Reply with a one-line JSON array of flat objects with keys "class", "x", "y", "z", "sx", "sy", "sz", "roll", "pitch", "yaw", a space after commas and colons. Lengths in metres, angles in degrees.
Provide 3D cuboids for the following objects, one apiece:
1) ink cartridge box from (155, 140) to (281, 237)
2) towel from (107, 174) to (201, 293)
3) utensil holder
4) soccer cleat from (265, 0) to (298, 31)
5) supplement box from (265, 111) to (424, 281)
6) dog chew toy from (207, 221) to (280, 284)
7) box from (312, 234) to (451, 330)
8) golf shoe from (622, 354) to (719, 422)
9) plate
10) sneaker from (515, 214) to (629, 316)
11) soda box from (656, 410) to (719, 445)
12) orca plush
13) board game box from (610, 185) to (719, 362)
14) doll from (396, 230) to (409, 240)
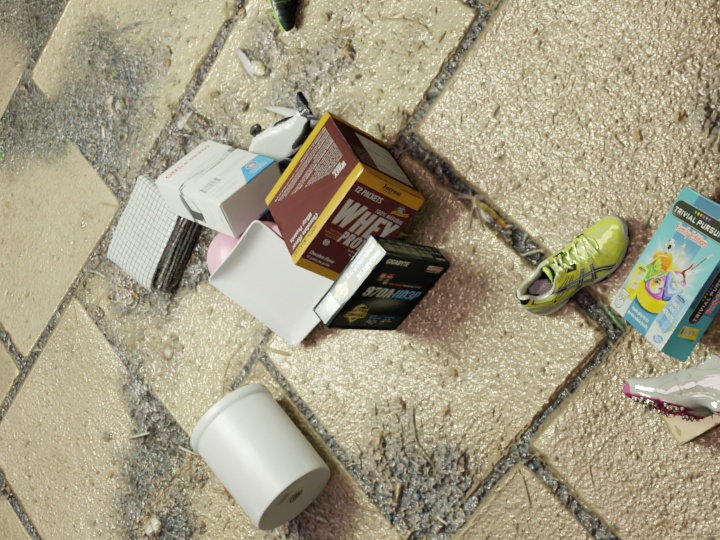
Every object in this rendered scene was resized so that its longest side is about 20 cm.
[{"class": "ink cartridge box", "x": -0.259, "y": -0.155, "z": 1.693, "sx": 0.200, "sy": 0.084, "sz": 0.145, "roll": 21, "pitch": 54, "yaw": 40}, {"class": "towel", "x": -0.416, "y": -0.075, "z": 1.851, "sx": 0.166, "sy": 0.086, "sz": 0.200, "roll": 35, "pitch": 107, "yaw": 33}, {"class": "utensil holder", "x": -0.173, "y": 0.329, "z": 1.602, "sx": 0.200, "sy": 0.170, "sz": 0.170, "roll": 45, "pitch": 111, "yaw": 25}, {"class": "soccer cleat", "x": -0.135, "y": -0.550, "z": 1.709, "sx": 0.081, "sy": 0.068, "sz": 0.200, "roll": -9, "pitch": 81, "yaw": 21}, {"class": "supplement box", "x": -0.032, "y": -0.116, "z": 1.517, "sx": 0.197, "sy": 0.133, "sz": 0.200, "roll": -53, "pitch": 37, "yaw": 19}, {"class": "dog chew toy", "x": -0.181, "y": -0.034, "z": 1.668, "sx": 0.200, "sy": 0.125, "sz": 0.125, "roll": -17, "pitch": 76, "yaw": 24}, {"class": "box", "x": 0.037, "y": 0.025, "z": 1.459, "sx": 0.159, "sy": 0.200, "sz": 0.046, "roll": -51, "pitch": 61, "yaw": 19}, {"class": "golf shoe", "x": 0.444, "y": 0.150, "z": 1.180, "sx": 0.200, "sy": 0.075, "sz": 0.092, "roll": 4, "pitch": 71, "yaw": 34}, {"class": "plate", "x": -0.141, "y": 0.020, "z": 1.581, "sx": 0.200, "sy": 0.032, "sz": 0.200, "roll": 39, "pitch": 133, "yaw": -6}, {"class": "sneaker", "x": 0.315, "y": -0.004, "z": 1.345, "sx": 0.200, "sy": 0.076, "sz": 0.075, "roll": -48, "pitch": 61, "yaw": 21}, {"class": "soda box", "x": 0.498, "y": 0.156, "z": 1.214, "sx": 0.200, "sy": 0.064, "sz": 0.068, "roll": -39, "pitch": 66, "yaw": 25}, {"class": "orca plush", "x": -0.142, "y": -0.264, "z": 1.680, "sx": 0.105, "sy": 0.071, "sz": 0.200, "roll": 28, "pitch": 139, "yaw": -6}, {"class": "board game box", "x": 0.438, "y": 0.001, "z": 1.229, "sx": 0.200, "sy": 0.047, "sz": 0.151, "roll": -62, "pitch": 20, "yaw": 14}, {"class": "doll", "x": 0.000, "y": 0.000, "z": 1.577, "sx": 0.136, "sy": 0.048, "sz": 0.200, "roll": 39, "pitch": 105, "yaw": 31}]
